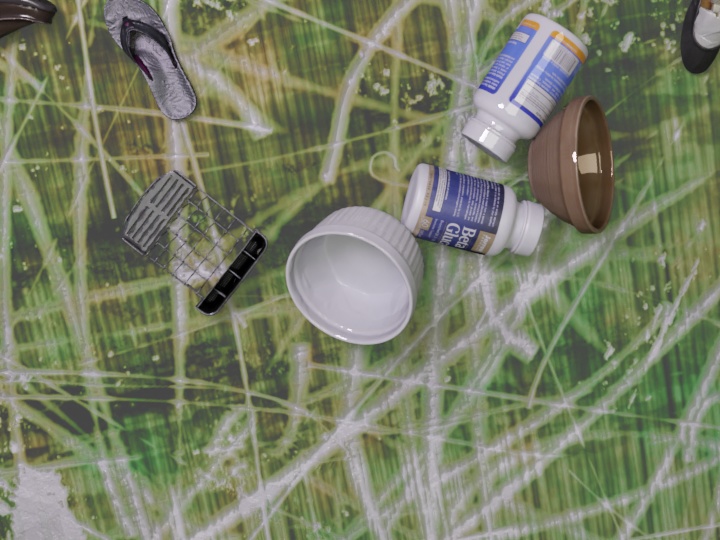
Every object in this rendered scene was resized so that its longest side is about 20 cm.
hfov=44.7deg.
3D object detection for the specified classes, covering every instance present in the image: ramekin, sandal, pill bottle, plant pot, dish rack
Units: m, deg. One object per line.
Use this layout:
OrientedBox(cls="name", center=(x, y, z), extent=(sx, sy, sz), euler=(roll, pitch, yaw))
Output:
OrientedBox(cls="ramekin", center=(0.000, 0.000, 1.295), extent=(0.199, 0.105, 0.201), euler=(13, 129, 17))
OrientedBox(cls="sandal", center=(-0.306, -0.318, 1.290), extent=(0.075, 0.048, 0.201), euler=(-32, 100, 3))
OrientedBox(cls="pill bottle", center=(0.237, -0.266, 1.297), extent=(0.112, 0.112, 0.201), euler=(32, 97, -8))
OrientedBox(cls="plant pot", center=(0.307, -0.153, 1.302), extent=(0.092, 0.201, 0.202), euler=(-2, 101, 30))
OrientedBox(cls="dish rack", center=(-0.257, -0.048, 1.335), extent=(0.200, 0.055, 0.154), euler=(38, 95, -8))
OrientedBox(cls="pill bottle", center=(0.169, -0.085, 1.322), extent=(0.199, 0.111, 0.112), euler=(14, 98, -5))

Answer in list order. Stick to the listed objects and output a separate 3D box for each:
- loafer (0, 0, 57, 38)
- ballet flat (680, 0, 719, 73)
OrientedBox(cls="loafer", center=(-0.534, -0.361, 1.265), extent=(0.199, 0.073, 0.072), euler=(1, 105, 5))
OrientedBox(cls="ballet flat", center=(0.529, -0.398, 1.312), extent=(0.068, 0.068, 0.201), euler=(9, 99, -5))
